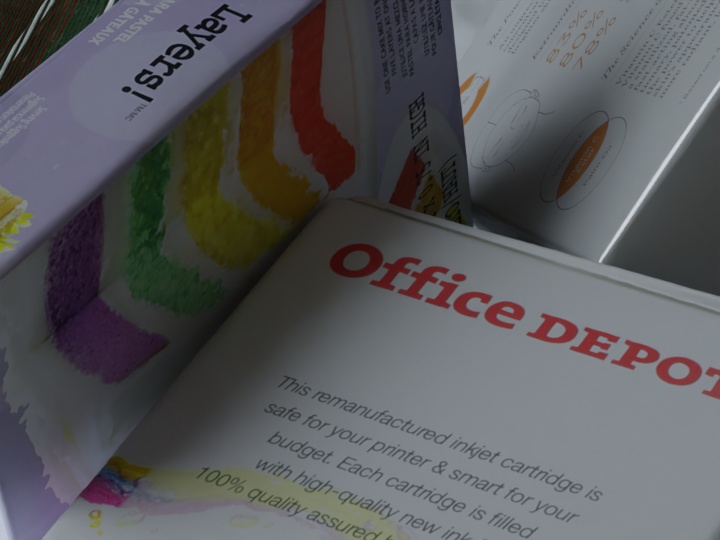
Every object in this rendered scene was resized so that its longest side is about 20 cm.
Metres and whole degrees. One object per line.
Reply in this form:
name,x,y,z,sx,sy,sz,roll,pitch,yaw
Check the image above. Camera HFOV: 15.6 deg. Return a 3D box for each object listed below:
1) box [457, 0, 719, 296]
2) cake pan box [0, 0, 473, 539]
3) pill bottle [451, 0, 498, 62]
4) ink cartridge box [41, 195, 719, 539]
box,0.103,-0.040,0.731,0.125,0.097,0.200,-55,17,0
cake pan box,-0.042,0.022,0.680,0.052,0.201,0.184,26,51,31
pill bottle,0.048,-0.131,1.027,0.116,0.116,0.200,-49,17,17
ink cartridge box,0.006,0.089,0.594,0.144,0.085,0.200,18,52,29
